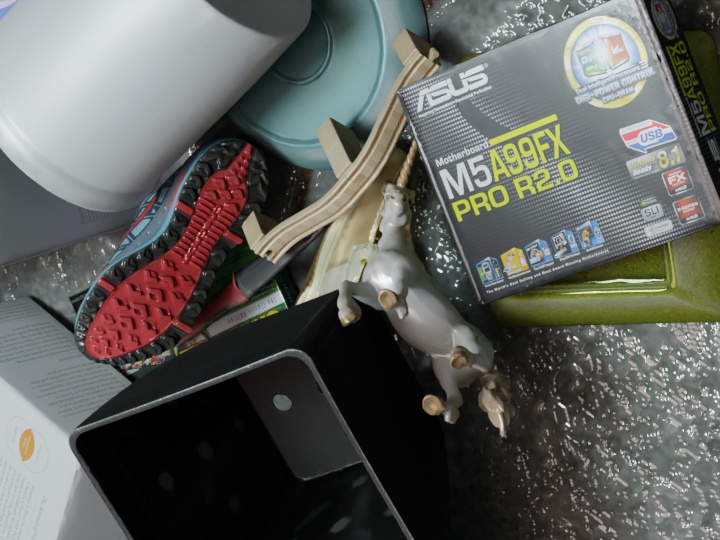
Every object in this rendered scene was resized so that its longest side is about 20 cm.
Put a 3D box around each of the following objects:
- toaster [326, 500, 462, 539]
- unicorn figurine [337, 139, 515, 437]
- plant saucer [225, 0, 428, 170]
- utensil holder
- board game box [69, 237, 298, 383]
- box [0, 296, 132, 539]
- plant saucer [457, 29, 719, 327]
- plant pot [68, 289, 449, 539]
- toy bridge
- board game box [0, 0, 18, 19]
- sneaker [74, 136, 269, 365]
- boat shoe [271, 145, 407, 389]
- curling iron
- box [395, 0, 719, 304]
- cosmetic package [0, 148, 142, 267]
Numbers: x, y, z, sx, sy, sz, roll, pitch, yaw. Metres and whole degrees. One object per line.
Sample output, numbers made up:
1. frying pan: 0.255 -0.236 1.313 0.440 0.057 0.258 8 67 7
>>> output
1. toaster: 0.029 0.250 1.628 0.129 0.114 0.200 -31 70 2
2. unicorn figurine: 0.040 0.020 1.539 0.074 0.137 0.201 -24 99 20
3. plant saucer: -0.043 -0.170 1.644 0.199 0.027 0.201 10 109 30
4. utensil holder: -0.155 -0.167 1.602 0.200 0.170 0.170 -40 81 30
5. board game box: -0.136 0.032 1.759 0.200 0.023 0.105 -24 87 35
6. box: -0.262 0.141 1.793 0.200 0.106 0.153 36 121 31
7. plant saucer: 0.155 -0.055 1.539 0.199 0.048 0.201 -3 101 32
8. plant pot: -0.047 0.122 1.565 0.199 0.178 0.200 -21 109 28
9. toy bridge: -0.009 -0.082 1.587 0.200 0.027 0.067 -49 34 19
10. board game box: -0.251 -0.278 1.733 0.200 0.045 0.135 -27 88 34
11. sneaker: -0.142 -0.013 1.685 0.079 0.096 0.200 40 90 -17
12. boat shoe: 0.000 0.000 1.643 0.066 0.074 0.201 25 113 4
13. curling iron: -0.095 0.005 1.685 0.200 0.026 0.050 -30 83 41
14. box: 0.138 -0.081 1.486 0.199 0.044 0.161 -19 94 34
15. cosmetic package: -0.306 -0.057 1.734 0.199 0.200 0.124 -14 95 33
